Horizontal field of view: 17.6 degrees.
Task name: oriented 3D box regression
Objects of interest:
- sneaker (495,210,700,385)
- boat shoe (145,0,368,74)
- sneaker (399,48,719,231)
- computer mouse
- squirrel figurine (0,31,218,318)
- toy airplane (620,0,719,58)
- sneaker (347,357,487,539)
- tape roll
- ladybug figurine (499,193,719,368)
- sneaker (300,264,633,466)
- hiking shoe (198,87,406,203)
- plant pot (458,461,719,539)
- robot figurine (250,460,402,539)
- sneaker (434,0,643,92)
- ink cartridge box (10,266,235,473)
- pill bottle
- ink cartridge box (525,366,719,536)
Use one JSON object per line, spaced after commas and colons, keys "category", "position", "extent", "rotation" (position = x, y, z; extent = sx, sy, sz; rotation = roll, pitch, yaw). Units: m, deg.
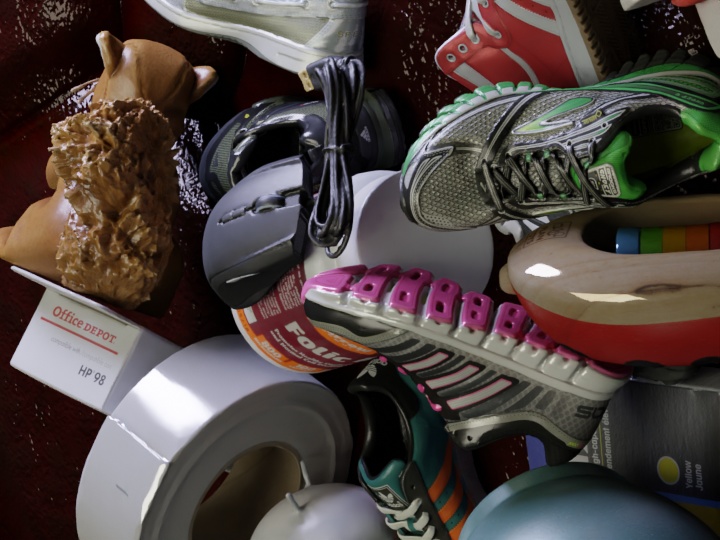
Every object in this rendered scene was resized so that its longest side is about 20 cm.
{"category": "sneaker", "position": [0.143, -0.022, 1.396], "extent": [0.200, 0.066, 0.091], "rotation": [53, 137, 30]}
{"category": "boat shoe", "position": [-0.075, -0.190, 1.591], "extent": [0.201, 0.074, 0.065], "rotation": [29, 117, 35]}
{"category": "sneaker", "position": [0.116, -0.068, 1.313], "extent": [0.085, 0.199, 0.078], "rotation": [-94, -16, -65]}
{"category": "computer mouse", "position": [-0.056, -0.060, 1.461], "extent": [0.200, 0.046, 0.142], "rotation": [151, 129, -62]}
{"category": "squirrel figurine", "position": [-0.165, -0.073, 1.665], "extent": [0.200, 0.141, 0.188], "rotation": [-163, 94, -78]}
{"category": "toy airplane", "position": [0.199, -0.179, 1.223], "extent": [0.200, 0.141, 0.201], "rotation": [34, 127, 36]}
{"category": "sneaker", "position": [0.039, 0.153, 1.568], "extent": [0.071, 0.080, 0.202], "rotation": [-14, 93, 50]}
{"category": "tape roll", "position": [-0.101, 0.149, 1.635], "extent": [0.071, 0.202, 0.204], "rotation": [35, 127, 36]}
{"category": "ladybug figurine", "position": [0.177, 0.008, 1.302], "extent": [0.198, 0.136, 0.073], "rotation": [-2, 112, 15]}
{"category": "sneaker", "position": [0.055, 0.059, 1.363], "extent": [0.198, 0.074, 0.088], "rotation": [17, 111, 6]}
{"category": "hiking shoe", "position": [-0.064, -0.081, 1.589], "extent": [0.199, 0.100, 0.076], "rotation": [-15, 91, 50]}
{"category": "plant pot", "position": [0.129, 0.197, 1.355], "extent": [0.135, 0.199, 0.201], "rotation": [-112, 32, -49]}
{"category": "robot figurine", "position": [-0.010, 0.233, 1.615], "extent": [0.170, 0.112, 0.201], "rotation": [-119, 8, -79]}
{"category": "sneaker", "position": [0.085, -0.177, 1.358], "extent": [0.112, 0.071, 0.201], "rotation": [0, 127, 35]}
{"category": "ink cartridge box", "position": [-0.169, 0.074, 1.688], "extent": [0.115, 0.200, 0.067], "rotation": [20, 82, 44]}
{"category": "pill bottle", "position": [0.000, 0.000, 1.503], "extent": [0.200, 0.113, 0.115], "rotation": [-21, 87, 65]}
{"category": "ink cartridge box", "position": [0.167, 0.154, 1.452], "extent": [0.199, 0.047, 0.199], "rotation": [4, 107, 46]}
